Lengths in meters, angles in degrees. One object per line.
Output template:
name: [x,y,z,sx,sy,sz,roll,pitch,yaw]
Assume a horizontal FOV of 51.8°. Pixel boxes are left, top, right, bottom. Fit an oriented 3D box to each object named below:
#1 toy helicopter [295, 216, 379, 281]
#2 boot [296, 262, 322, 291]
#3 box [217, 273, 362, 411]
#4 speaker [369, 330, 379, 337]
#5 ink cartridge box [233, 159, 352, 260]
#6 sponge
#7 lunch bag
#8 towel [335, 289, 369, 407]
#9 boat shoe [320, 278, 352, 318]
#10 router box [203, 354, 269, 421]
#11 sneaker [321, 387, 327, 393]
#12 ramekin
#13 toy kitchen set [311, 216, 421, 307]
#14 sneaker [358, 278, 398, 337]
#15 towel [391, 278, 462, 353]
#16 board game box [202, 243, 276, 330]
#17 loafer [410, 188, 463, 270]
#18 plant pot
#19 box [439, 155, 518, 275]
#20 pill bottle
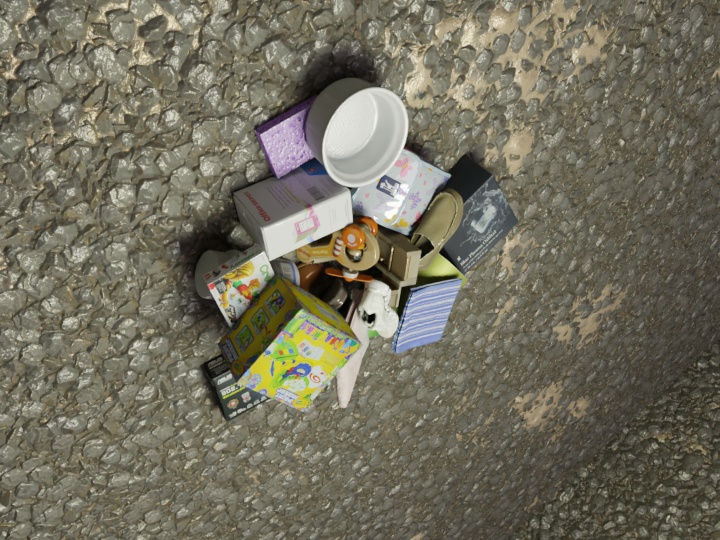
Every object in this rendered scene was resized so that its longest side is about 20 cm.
toy helicopter: [-0.048,-0.034,1.563,0.079,0.197,0.135,-39,121,-54]
boot: [-0.134,0.080,1.630,0.199,0.155,0.077,-36,136,-9]
box: [-0.139,0.149,1.481,0.193,0.122,0.199,-48,136,7]
speaker: [-0.032,0.140,1.808,0.197,0.088,0.090,-16,130,-28]
ink cartridge box: [-0.135,-0.124,1.482,0.198,0.145,0.086,-24,135,-21]
sponge: [-0.105,-0.278,1.474,0.198,0.030,0.113,-33,136,-14]
lunch bag: [0.076,-0.182,1.616,0.198,0.127,0.171,20,105,-45]
towel: [-0.019,0.177,1.664,0.202,0.032,0.193,87,18,-47]
boat shoe: [-0.047,0.069,1.673,0.073,0.200,0.075,33,82,-5]
router box: [-0.252,0.242,1.730,0.198,0.062,0.152,-27,133,-19]
sneaker: [-0.115,0.264,1.773,0.200,0.073,0.108,-39,136,-63]
ramekin: [-0.012,-0.276,1.454,0.198,0.098,0.203,-20,130,-26]
toy kitchen set: [0.000,0.000,1.628,0.178,0.200,0.166,-9,120,-32]
sneaker: [0.033,0.100,1.634,0.082,0.074,0.201,-64,155,-26]
towel: [0.153,0.106,1.710,0.143,0.024,0.202,-12,137,-27]
board game box: [-0.219,0.054,1.466,0.125,0.035,0.202,-31,137,-12]
loafer: [0.160,-0.084,1.625,0.067,0.075,0.203,-16,134,-64]
plant pot: [0.121,0.047,1.763,0.201,0.187,0.187,-52,137,-2]
box: [0.252,-0.130,1.800,0.197,0.117,0.200,-44,136,-1]
pill bottle: [-0.234,0.019,1.538,0.198,0.114,0.115,9,116,-41]
